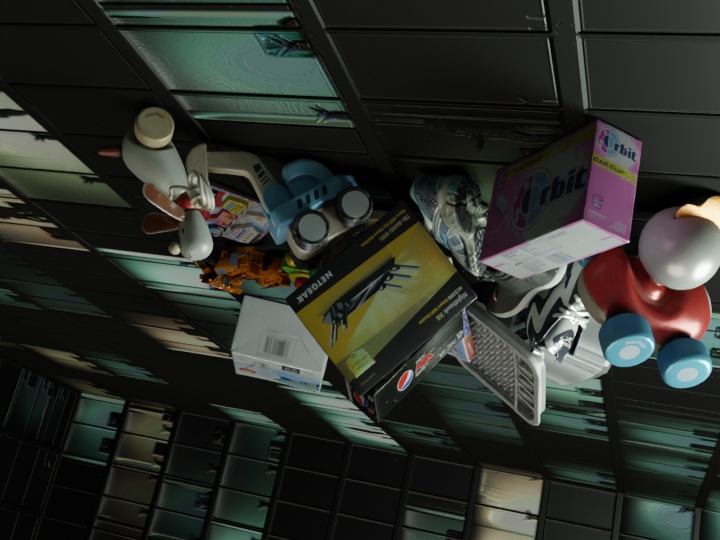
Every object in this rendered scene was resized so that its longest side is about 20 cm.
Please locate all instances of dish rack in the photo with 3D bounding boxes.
[{"bbox_3d":[0.220,0.134,1.413,0.199,0.043,0.173,39,156,36],"label":"dish rack"}]

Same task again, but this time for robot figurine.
[{"bbox_3d":[-0.207,0.000,1.568,0.143,0.059,0.198,21,161,-37],"label":"robot figurine"}]

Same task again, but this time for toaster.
[{"bbox_3d":[0.317,0.107,1.428,0.127,0.116,0.200,20,162,-11],"label":"toaster"}]

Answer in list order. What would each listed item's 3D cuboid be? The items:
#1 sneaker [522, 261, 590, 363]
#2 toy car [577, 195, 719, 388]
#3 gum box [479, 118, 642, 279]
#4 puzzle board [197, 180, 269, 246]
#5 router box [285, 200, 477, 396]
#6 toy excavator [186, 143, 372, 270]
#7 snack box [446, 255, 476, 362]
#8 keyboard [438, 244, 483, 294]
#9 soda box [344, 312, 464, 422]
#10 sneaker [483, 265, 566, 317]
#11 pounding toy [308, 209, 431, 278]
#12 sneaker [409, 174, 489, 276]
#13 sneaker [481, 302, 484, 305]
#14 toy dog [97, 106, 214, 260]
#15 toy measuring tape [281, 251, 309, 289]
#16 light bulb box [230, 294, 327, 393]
[{"bbox_3d":[0.300,0.061,1.258,0.079,0.132,0.198,26,148,-32],"label":"sneaker"},{"bbox_3d":[0.375,-0.003,1.063,0.174,0.187,0.201,20,132,-19],"label":"toy car"},{"bbox_3d":[0.213,-0.070,0.996,0.065,0.116,0.199,21,160,-21],"label":"gum box"},{"bbox_3d":[-0.211,-0.085,1.407,0.148,0.018,0.200,20,161,-18],"label":"puzzle board"},{"bbox_3d":[0.026,0.036,1.159,0.158,0.199,0.052,50,179,1],"label":"router box"},{"bbox_3d":[-0.106,-0.102,1.174,0.192,0.202,0.100,-28,167,-14],"label":"toy excavator"},{"bbox_3d":[0.127,0.054,1.387,0.071,0.024,0.202,19,141,40],"label":"snack box"},{"bbox_3d":[0.114,-0.003,1.405,0.198,0.040,0.104,-9,127,52],"label":"keyboard"},{"bbox_3d":[0.067,0.121,1.314,0.063,0.200,0.072,30,149,32],"label":"soda box"},{"bbox_3d":[0.206,0.005,1.294,0.097,0.072,0.200,19,154,-11],"label":"sneaker"},{"bbox_3d":[0.000,0.000,1.280,0.195,0.188,0.143,5,161,0],"label":"pounding toy"},{"bbox_3d":[0.123,-0.065,1.169,0.085,0.079,0.201,17,158,30],"label":"sneaker"},{"bbox_3d":[0.125,0.070,1.492,0.197,0.078,0.080,5,155,-41],"label":"sneaker"},{"bbox_3d":[-0.261,-0.106,1.129,0.095,0.201,0.133,-20,148,-22],"label":"toy dog"},{"bbox_3d":[-0.067,0.016,1.511,0.072,0.075,0.200,4,159,25],"label":"toy measuring tape"},{"bbox_3d":[-0.161,0.158,1.886,0.194,0.127,0.201,13,160,0],"label":"light bulb box"}]
